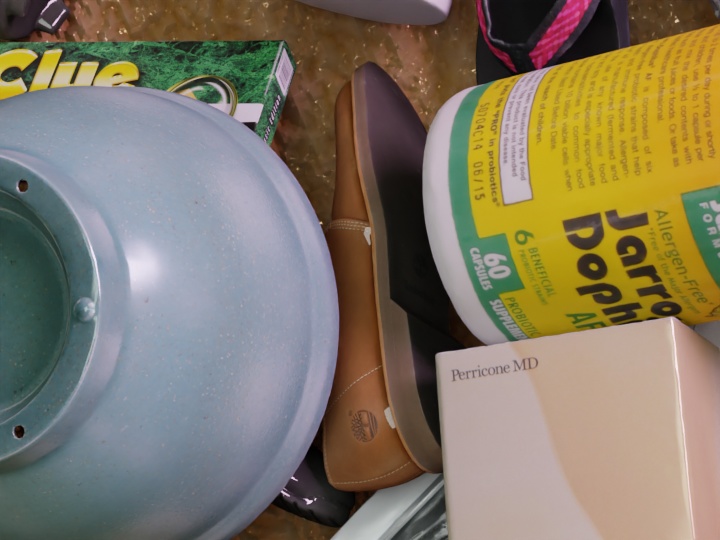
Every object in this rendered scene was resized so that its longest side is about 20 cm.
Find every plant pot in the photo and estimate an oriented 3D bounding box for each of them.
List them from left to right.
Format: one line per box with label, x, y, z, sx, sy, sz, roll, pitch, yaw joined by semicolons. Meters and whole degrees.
plant pot;-0.124;0.019;1.098;0.199;0.134;0.202;-2;85;21

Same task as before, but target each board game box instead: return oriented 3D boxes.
board game box;-0.133;-0.055;1.220;0.199;0.024;0.105;1;51;21

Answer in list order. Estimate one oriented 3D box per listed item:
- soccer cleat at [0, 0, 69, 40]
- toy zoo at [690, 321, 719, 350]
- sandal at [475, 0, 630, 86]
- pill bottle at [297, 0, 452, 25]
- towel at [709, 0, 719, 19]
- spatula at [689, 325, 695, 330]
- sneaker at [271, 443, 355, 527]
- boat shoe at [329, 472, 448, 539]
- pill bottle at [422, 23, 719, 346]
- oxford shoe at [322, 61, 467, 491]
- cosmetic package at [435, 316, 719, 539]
soccer cleat;-0.138;-0.201;1.258;0.086;0.070;0.201;29;86;20
toy zoo;0.171;-0.023;1.178;0.199;0.020;0.132;-27;70;13
sandal;0.077;-0.131;1.168;0.075;0.045;0.201;18;110;33
pill bottle;0.015;-0.214;1.205;0.119;0.120;0.201;12;84;12
towel;0.210;-0.203;1.182;0.199;0.086;0.167;-19;76;6
spatula;0.145;-0.001;1.160;0.056;0.021;0.201;30;89;25
sneaker;-0.068;0.027;1.194;0.200;0.074;0.089;38;86;17
boat shoe;0.023;0.122;1.183;0.057;0.069;0.200;42;89;13
pill bottle;0.134;-0.036;1.092;0.199;0.113;0.114;-12;79;28
oxford shoe;0.000;0.000;1.185;0.071;0.071;0.201;-23;51;27
cosmetic package;0.092;0.127;1.085;0.105;0.071;0.201;-11;74;19
